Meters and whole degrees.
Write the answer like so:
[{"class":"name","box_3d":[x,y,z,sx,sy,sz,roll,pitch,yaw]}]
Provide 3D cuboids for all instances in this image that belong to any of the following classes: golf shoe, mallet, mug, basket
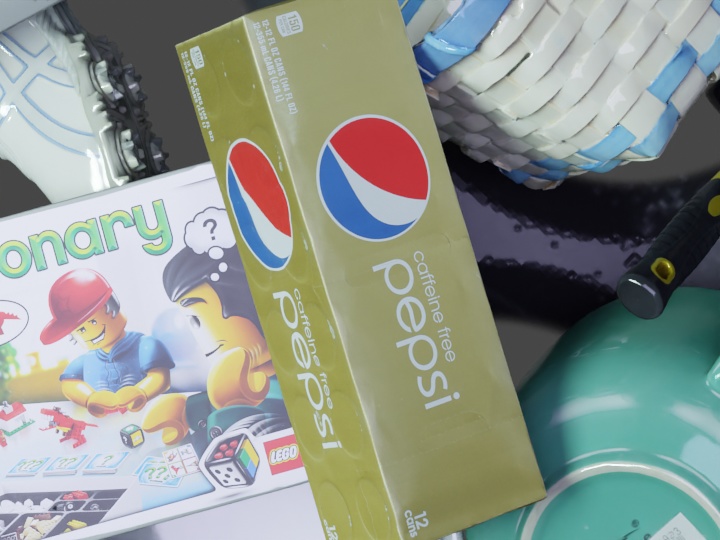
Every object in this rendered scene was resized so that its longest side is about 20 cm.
[{"class":"golf shoe","box_3d":[-0.139,-0.071,1.197,0.097,0.078,0.201,-22,84,6]},{"class":"mallet","box_3d":[0.134,-0.039,1.152,0.066,0.200,0.041,49,126,6]},{"class":"mug","box_3d":[0.116,0.080,1.155,0.151,0.114,0.186,1,107,19]},{"class":"basket","box_3d":[0.040,-0.127,1.150,0.200,0.176,0.140,35,77,-16]}]

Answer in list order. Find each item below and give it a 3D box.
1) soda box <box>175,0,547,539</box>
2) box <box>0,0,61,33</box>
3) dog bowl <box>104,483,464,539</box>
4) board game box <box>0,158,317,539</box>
[{"class":"soda box","box_3d":[0.000,0.000,1.098,0.064,0.068,0.201,-19,93,-25]},{"class":"box","box_3d":[-0.173,-0.175,1.160,0.144,0.036,0.201,-27,64,1]},{"class":"dog bowl","box_3d":[-0.058,0.121,1.200,0.199,0.079,0.201,0,93,-1]},{"class":"board game box","box_3d":[-0.127,0.043,1.138,0.199,0.035,0.127,-16,91,1]}]
